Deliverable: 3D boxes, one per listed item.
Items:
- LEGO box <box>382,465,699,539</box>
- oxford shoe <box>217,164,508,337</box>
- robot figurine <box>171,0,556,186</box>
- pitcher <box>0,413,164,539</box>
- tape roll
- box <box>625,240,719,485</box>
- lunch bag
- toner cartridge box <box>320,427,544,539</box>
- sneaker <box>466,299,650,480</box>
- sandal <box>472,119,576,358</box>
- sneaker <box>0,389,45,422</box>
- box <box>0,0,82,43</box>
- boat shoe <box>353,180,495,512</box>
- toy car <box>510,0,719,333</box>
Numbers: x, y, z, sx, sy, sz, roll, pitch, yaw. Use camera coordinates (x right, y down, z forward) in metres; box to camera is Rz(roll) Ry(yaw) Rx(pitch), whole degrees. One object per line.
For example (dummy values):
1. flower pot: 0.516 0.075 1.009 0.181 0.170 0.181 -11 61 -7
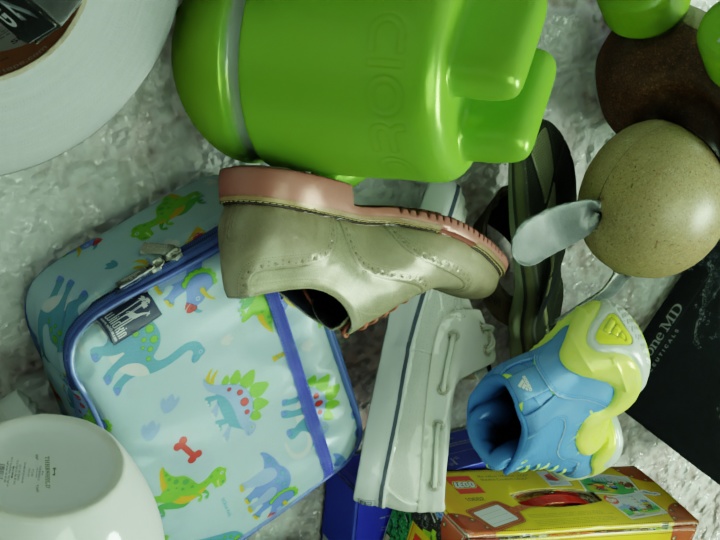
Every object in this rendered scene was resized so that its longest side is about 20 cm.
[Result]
1. LEGO box: 0.106 0.212 1.046 0.199 0.077 0.150 4 113 -34
2. oxford shoe: 0.000 0.000 0.842 0.199 0.070 0.075 14 80 -40
3. robot figurine: -0.006 -0.106 0.798 0.176 0.199 0.116 72 31 -50
4. pitcher: -0.155 0.190 0.784 0.120 0.172 0.201 -2 122 -13
5. tape roll: -0.184 -0.146 0.731 0.199 0.066 0.202 -15 121 -26
6. box: 0.306 0.069 1.077 0.117 0.200 0.197 30 96 -40
7. lunch bag: -0.087 0.057 0.893 0.160 0.082 0.201 -30 128 -22
8. toner cartridge box: 0.069 0.157 1.071 0.199 0.043 0.096 -9 120 -29
9. sneaker: 0.103 0.086 0.949 0.105 0.076 0.200 -24 153 -14
10. sandal: 0.095 -0.004 0.990 0.080 0.057 0.202 -57 155 -43
11. sneaker: -0.175 0.159 0.892 0.082 0.074 0.201 -32 127 -19
12. box: -0.147 -0.232 0.644 0.200 0.050 0.199 39 69 -20
13. boat shoe: 0.047 0.047 0.949 0.069 0.071 0.202 12 90 2
14. toy car: 0.165 -0.057 0.940 0.200 0.158 0.164 -46 139 -9
